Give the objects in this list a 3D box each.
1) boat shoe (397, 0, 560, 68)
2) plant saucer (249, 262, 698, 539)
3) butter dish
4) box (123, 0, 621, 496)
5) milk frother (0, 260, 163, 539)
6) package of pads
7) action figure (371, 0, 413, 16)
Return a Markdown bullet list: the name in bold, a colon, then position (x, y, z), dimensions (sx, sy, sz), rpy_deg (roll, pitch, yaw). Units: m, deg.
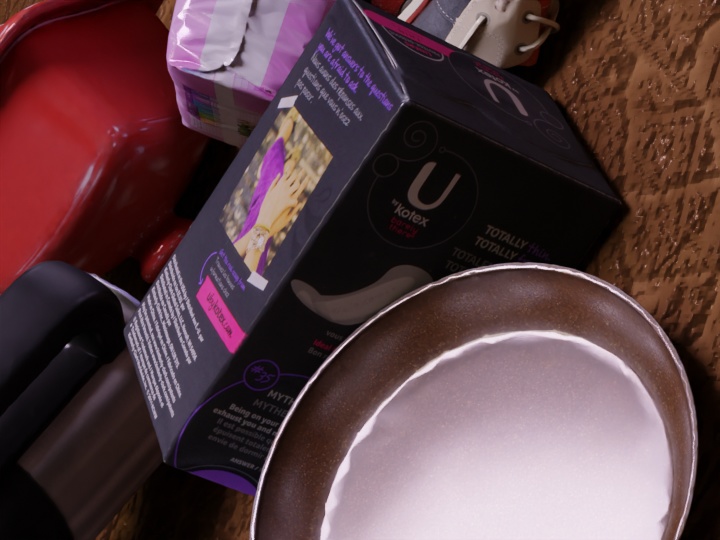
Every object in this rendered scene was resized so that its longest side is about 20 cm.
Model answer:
- **boat shoe**: position (0.058, -0.116, 1.123), dimensions (0.200, 0.071, 0.063), rpy_deg (-43, 79, 33)
- **plant saucer**: position (0.047, 0.091, 0.962), dimensions (0.200, 0.032, 0.200), rpy_deg (-17, 55, 25)
- **butter dish**: position (-0.153, -0.052, 1.356), dimensions (0.200, 0.148, 0.200), rpy_deg (-54, -10, 24)
- **box**: position (0.000, 0.000, 1.070), dimensions (0.200, 0.122, 0.106), rpy_deg (-55, 31, 20)
- **milk frother**: position (-0.136, 0.117, 1.195), dimensions (0.188, 0.200, 0.181), rpy_deg (-49, -3, -29)
- **package of pads**: position (-0.047, -0.131, 1.209), dimensions (0.200, 0.076, 0.121), rpy_deg (102, -172, -85)
- **action figure**: position (0.049, -0.197, 1.106), dimensions (0.200, 0.052, 0.065), rpy_deg (-60, 31, 35)
